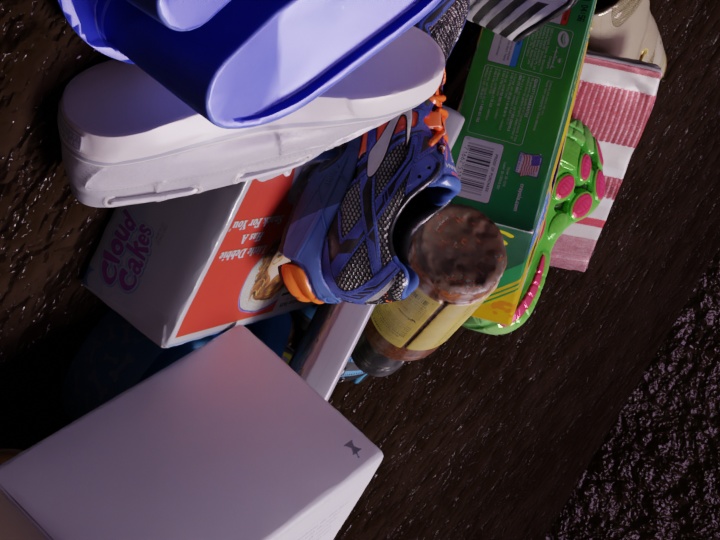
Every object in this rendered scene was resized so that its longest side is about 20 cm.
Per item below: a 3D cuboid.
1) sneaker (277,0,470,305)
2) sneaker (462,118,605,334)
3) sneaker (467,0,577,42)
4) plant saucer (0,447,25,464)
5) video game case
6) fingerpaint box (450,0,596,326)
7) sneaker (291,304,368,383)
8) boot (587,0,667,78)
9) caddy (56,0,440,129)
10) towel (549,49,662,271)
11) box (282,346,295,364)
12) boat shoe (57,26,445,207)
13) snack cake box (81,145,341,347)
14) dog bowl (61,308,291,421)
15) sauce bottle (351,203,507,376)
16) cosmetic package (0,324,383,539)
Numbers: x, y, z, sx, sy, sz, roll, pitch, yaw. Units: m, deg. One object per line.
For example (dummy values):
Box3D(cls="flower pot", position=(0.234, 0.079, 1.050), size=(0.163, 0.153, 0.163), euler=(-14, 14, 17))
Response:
Box3D(cls="sneaker", position=(0.026, -0.069, 0.911), size=(0.075, 0.078, 0.201), euler=(32, 76, -67))
Box3D(cls="sneaker", position=(0.118, -0.041, 1.241), size=(0.200, 0.084, 0.077), euler=(-54, 124, -26))
Box3D(cls="sneaker", position=(0.112, -0.229, 0.992), size=(0.076, 0.115, 0.201), euler=(-38, 155, -44))
Box3D(cls="plant saucer", position=(-0.249, 0.169, 0.869), size=(0.200, 0.035, 0.200), euler=(-49, 162, -22))
Box3D(cls="video game case", position=(0.000, 0.000, 1.040), size=(0.201, 0.023, 0.182), euler=(-64, -176, -7))
Box3D(cls="fingerpaint box", position=(0.102, -0.087, 1.117), size=(0.167, 0.073, 0.201), euler=(91, 15, -67))
Box3D(cls="sneaker", position=(-0.009, 0.050, 1.235), size=(0.082, 0.073, 0.200), euler=(-57, 162, 5))
Box3D(cls="boot", position=(0.164, -0.163, 1.325), size=(0.200, 0.073, 0.156), euler=(-37, 150, -8))
Box3D(cls="caddy", position=(-0.041, -0.160, 0.723), size=(0.200, 0.105, 0.142), euler=(-37, 145, -11))
Box3D(cls="towel", position=(0.145, -0.092, 1.315), size=(0.023, 0.143, 0.201), euler=(-98, -159, -53))
Box3D(cls="box", position=(-0.114, 0.147, 1.191), size=(0.200, 0.035, 0.110), euler=(-40, 156, -42))
Box3D(cls="boat shoe", position=(-0.052, -0.075, 0.813), size=(0.199, 0.072, 0.069), euler=(-20, 147, -25))
Box3D(cls="snack cake box", position=(-0.064, -0.033, 0.954), size=(0.115, 0.067, 0.200), euler=(-61, 162, 18))
Box3D(cls="dog bowl", position=(-0.114, 0.060, 1.015), size=(0.112, 0.049, 0.200), euler=(-60, 162, 13))
Box3D(cls="sauce bottle", position=(0.035, 0.020, 1.060), size=(0.066, 0.066, 0.200), euler=(-47, 179, -26))
Box3D(cls="cosmetic package", position=(-0.120, 0.167, 0.908), size=(0.199, 0.123, 0.200), euler=(-31, 157, -48))
